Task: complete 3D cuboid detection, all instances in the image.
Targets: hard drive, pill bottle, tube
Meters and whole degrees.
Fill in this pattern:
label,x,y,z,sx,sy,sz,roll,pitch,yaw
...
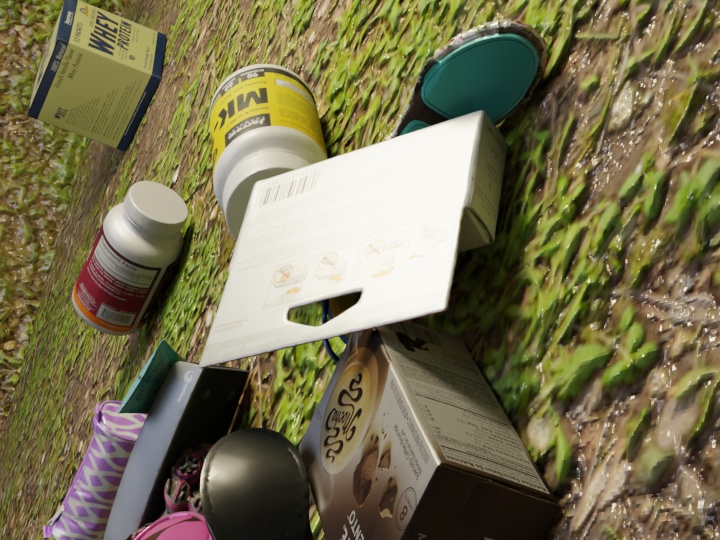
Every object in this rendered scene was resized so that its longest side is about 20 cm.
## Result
label,x,y,z,sx,sy,sz,roll,pitch,yaw
hard drive,-0.177,0.182,1.249,0.202,0.042,0.135,-68,-17,0
pill bottle,-0.309,-0.018,1.777,0.201,0.112,0.114,-58,24,32
pill bottle,-0.088,-0.107,1.263,0.115,0.113,0.201,-61,23,27
tube,-0.186,0.114,1.281,0.078,0.050,0.200,-63,-13,-6

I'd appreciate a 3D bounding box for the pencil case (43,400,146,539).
label,x,y,z,sx,sy,sz,roll,pitch,yaw
pencil case,-0.317,0.255,1.599,0.202,0.085,0.084,-63,20,20

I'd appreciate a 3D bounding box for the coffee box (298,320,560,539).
label,x,y,z,sx,sy,sz,roll,pitch,yaw
coffee box,0.033,0.122,0.784,0.114,0.079,0.200,-64,20,17

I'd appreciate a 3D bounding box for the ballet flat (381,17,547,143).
label,x,y,z,sx,sy,sz,roll,pitch,yaw
ballet flat,0.067,-0.120,0.931,0.200,0.075,0.064,-45,13,45

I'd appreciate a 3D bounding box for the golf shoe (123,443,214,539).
label,x,y,z,sx,sy,sz,roll,pitch,yaw
golf shoe,-0.169,0.256,1.171,0.201,0.072,0.093,-54,-21,-37

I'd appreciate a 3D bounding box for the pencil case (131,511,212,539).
label,x,y,z,sx,sy,sz,roll,pitch,yaw
pencil case,-0.105,0.272,0.894,0.093,0.090,0.202,1,117,46

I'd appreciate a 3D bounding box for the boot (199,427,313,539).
label,x,y,z,sx,sy,sz,roll,pitch,yaw
boot,-0.053,0.223,0.841,0.176,0.068,0.201,89,166,-46

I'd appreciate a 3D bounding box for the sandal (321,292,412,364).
label,x,y,z,sx,sy,sz,roll,pitch,yaw
sandal,0.000,0.000,0.995,0.202,0.078,0.088,-85,4,-47

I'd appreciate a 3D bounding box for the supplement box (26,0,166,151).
label,x,y,z,sx,sy,sz,roll,pitch,yaw
supplement box,-0.493,-0.365,2.447,0.201,0.197,0.135,-54,26,39

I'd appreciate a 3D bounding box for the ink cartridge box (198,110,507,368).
label,x,y,z,sx,sy,sz,roll,pitch,yaw
ink cartridge box,-0.003,-0.011,0.887,0.198,0.044,0.175,-15,45,31
